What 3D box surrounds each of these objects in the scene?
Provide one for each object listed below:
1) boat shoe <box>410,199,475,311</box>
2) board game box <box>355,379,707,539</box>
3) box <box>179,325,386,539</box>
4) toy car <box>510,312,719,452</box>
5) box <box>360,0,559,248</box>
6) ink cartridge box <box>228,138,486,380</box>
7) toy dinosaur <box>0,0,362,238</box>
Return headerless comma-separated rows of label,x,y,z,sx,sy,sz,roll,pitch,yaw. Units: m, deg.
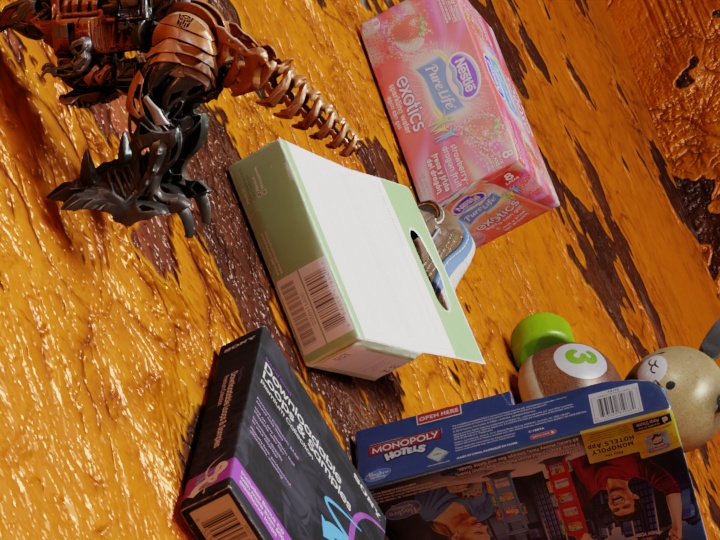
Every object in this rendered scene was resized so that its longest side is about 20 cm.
boat shoe,0.034,-0.015,1.817,0.073,0.072,0.200,57,15,-17
board game box,0.118,0.170,1.619,0.062,0.199,0.201,-96,169,-54
box,-0.037,0.131,1.357,0.143,0.036,0.200,59,13,-19
toy car,0.244,0.100,2.113,0.158,0.199,0.165,53,16,-35
box,0.083,-0.133,2.169,0.103,0.094,0.201,41,26,-55
ink cartridge box,0.000,0.000,1.676,0.200,0.048,0.146,19,46,-64
toy dinosaur,-0.103,-0.095,1.301,0.199,0.137,0.102,24,14,28
